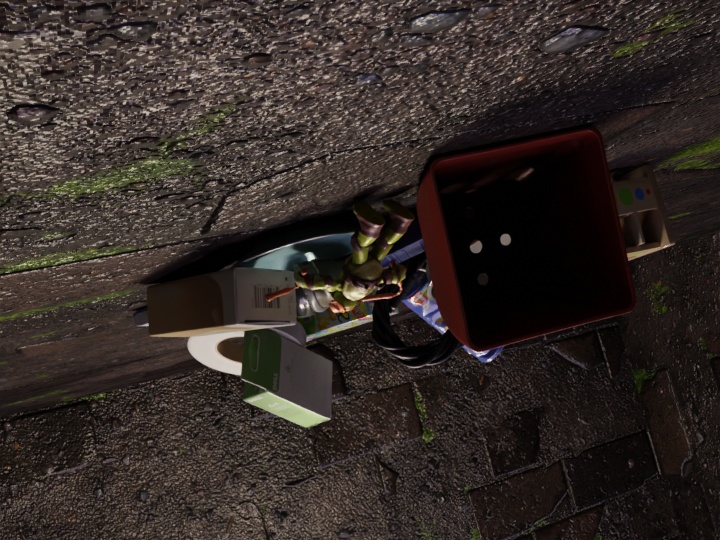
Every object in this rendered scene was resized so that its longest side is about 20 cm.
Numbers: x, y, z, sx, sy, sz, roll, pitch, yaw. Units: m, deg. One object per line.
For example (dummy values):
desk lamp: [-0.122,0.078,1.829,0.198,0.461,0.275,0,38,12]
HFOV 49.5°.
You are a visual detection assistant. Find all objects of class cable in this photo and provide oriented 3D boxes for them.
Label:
cable: [0.099,0.051,1.155,0.199,0.165,0.051,-26,-176,-24]

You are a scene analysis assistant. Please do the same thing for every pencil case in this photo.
pencil case: [0.153,0.062,1.252,0.087,0.199,0.078,-47,-161,18]

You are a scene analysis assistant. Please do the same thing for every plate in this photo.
plate: [-0.076,-0.030,1.020,0.198,0.026,0.200,-14,173,-2]

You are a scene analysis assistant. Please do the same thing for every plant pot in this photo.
plant pot: [0.164,-0.033,0.895,0.198,0.202,0.176,-13,-178,-13]

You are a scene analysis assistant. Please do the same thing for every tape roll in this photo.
tape roll: [-0.189,0.119,1.307,0.200,0.037,0.204,2,147,1]

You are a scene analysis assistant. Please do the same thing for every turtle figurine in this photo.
turtle figurine: [-0.006,-0.005,0.936,0.198,0.065,0.162,1,130,-32]

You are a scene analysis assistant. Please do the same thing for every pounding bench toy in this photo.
pounding bench toy: [0.341,-0.063,1.203,0.154,0.126,0.200,-11,172,-25]

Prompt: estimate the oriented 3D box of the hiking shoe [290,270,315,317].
hiking shoe: [-0.130,0.038,1.167,0.100,0.077,0.200,-8,179,-20]

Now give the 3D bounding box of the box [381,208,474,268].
box: [0.094,-0.052,1.077,0.198,0.033,0.121,-26,172,5]

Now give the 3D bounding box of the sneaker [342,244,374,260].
sneaker: [0.000,0.000,1.226,0.199,0.068,0.090,-25,172,20]

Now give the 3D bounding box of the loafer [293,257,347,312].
loafer: [-0.032,0.010,1.079,0.069,0.076,0.200,-29,172,13]

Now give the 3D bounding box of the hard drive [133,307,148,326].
hard drive: [-0.273,0.065,1.323,0.131,0.026,0.200,-17,172,15]

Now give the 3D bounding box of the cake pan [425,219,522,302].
cake pan: [0.173,-0.024,1.086,0.198,0.037,0.201,-24,156,-11]

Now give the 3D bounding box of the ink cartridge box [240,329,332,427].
ink cartridge box: [-0.131,0.167,1.246,0.059,0.105,0.199,-24,140,34]

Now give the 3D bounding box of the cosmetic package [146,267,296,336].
cosmetic package: [-0.186,0.045,1.033,0.105,0.072,0.199,3,170,-45]

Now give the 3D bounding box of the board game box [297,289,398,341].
board game box: [-0.052,0.053,1.361,0.198,0.106,0.103,-19,170,26]

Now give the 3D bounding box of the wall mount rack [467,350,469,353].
wall mount rack: [0.141,0.053,1.398,0.075,0.173,0.200,-51,-160,12]
